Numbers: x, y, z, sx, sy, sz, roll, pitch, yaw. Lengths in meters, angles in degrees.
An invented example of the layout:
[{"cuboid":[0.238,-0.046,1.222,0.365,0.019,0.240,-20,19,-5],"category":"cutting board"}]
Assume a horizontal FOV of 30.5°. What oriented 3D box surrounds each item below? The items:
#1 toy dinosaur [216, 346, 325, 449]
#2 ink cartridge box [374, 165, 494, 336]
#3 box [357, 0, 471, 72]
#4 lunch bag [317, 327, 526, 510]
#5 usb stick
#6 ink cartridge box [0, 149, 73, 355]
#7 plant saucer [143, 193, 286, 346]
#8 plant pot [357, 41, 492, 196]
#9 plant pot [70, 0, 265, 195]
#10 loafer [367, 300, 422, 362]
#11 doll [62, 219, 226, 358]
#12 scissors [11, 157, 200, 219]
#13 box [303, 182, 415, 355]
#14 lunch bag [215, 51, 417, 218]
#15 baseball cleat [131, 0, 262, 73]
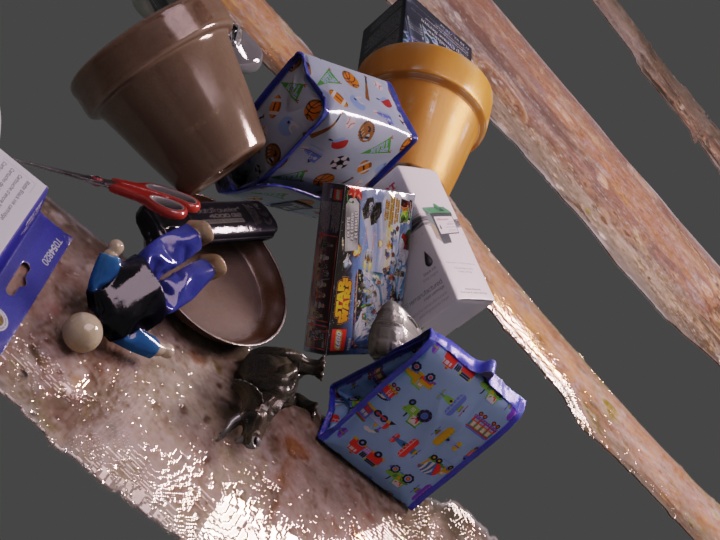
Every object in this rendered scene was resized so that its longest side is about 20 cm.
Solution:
[{"cuboid":[-0.092,0.111,1.430,0.101,0.078,0.200,9,27,-4],"category":"toy dinosaur"},{"cuboid":[0.061,-0.012,1.681,0.084,0.146,0.201,3,55,-48],"category":"ink cartridge box"},{"cuboid":[0.083,-0.301,2.023,0.148,0.107,0.201,36,36,-25],"category":"box"},{"cuboid":[0.076,0.156,1.486,0.150,0.200,0.094,40,35,-20],"category":"lunch bag"},{"cuboid":[-0.170,-0.053,1.478,0.199,0.033,0.056,-7,56,-53],"category":"usb stick"},{"cuboid":[-0.376,-0.046,1.259,0.200,0.041,0.200,41,34,-18],"category":"ink cartridge box"},{"cuboid":[-0.168,0.004,1.483,0.200,0.032,0.201,33,36,-28],"category":"plant saucer"},{"cuboid":[0.073,-0.182,1.840,0.200,0.200,0.184,33,53,-28],"category":"plant pot"},{"cuboid":[-0.196,-0.186,1.479,0.175,0.200,0.200,55,32,-1],"category":"plant pot"},{"cuboid":[0.056,0.095,1.578,0.200,0.069,0.070,60,38,-66],"category":"loafer"},{"cuboid":[-0.219,0.027,1.341,0.200,0.048,0.137,-36,113,-43],"category":"doll"},{"cuboid":[-0.269,-0.093,1.412,0.198,0.014,0.073,18,21,-2],"category":"scissors"},{"cuboid":[0.000,0.000,1.587,0.136,0.040,0.202,4,94,-51],"category":"box"},{"cuboid":[-0.059,-0.144,1.605,0.169,0.200,0.124,13,44,-45],"category":"lunch bag"},{"cuboid":[-0.194,-0.320,1.693,0.199,0.106,0.070,23,56,-31],"category":"baseball cleat"}]
